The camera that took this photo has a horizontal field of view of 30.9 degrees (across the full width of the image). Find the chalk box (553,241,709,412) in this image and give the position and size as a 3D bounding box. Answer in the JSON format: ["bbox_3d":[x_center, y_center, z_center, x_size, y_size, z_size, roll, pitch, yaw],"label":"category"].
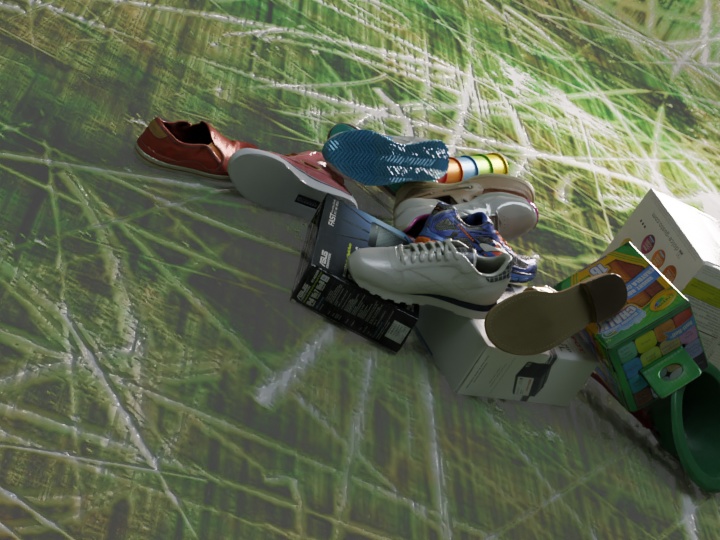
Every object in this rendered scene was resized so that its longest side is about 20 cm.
[{"bbox_3d":[0.355,0.083,1.666,0.124,0.124,0.200,63,-5,-36],"label":"chalk box"}]

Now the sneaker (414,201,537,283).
[{"bbox_3d":[0.160,-0.033,1.692,0.199,0.079,0.075,18,-1,-38],"label":"sneaker"}]

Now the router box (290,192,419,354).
[{"bbox_3d":[0.000,0.000,1.634,0.149,0.062,0.200,26,28,-10],"label":"router box"}]

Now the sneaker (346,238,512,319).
[{"bbox_3d":[0.082,-0.005,1.556,0.198,0.081,0.077,10,39,-15],"label":"sneaker"}]

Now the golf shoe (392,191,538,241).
[{"bbox_3d":[0.141,-0.057,1.751,0.198,0.076,0.092,-5,19,7],"label":"golf shoe"}]

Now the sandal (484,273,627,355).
[{"bbox_3d":[0.226,0.052,1.604,0.210,0.078,0.069,-16,7,-25],"label":"sandal"}]

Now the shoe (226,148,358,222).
[{"bbox_3d":[-0.096,-0.124,1.738,0.199,0.072,0.091,23,27,-30],"label":"shoe"}]

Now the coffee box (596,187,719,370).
[{"bbox_3d":[0.482,0.039,1.930,0.199,0.198,0.200,21,28,-25],"label":"coffee box"}]

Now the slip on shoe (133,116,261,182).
[{"bbox_3d":[-0.200,-0.159,1.690,0.199,0.061,0.074,5,36,-44],"label":"slip on shoe"}]

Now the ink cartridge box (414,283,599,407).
[{"bbox_3d":[0.183,0.088,1.659,0.199,0.084,0.145,10,34,-37],"label":"ink cartridge box"}]

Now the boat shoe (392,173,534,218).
[{"bbox_3d":[0.145,-0.088,1.825,0.198,0.072,0.065,-4,31,13],"label":"boat shoe"}]

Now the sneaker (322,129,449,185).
[{"bbox_3d":[0.025,-0.153,1.805,0.199,0.077,0.080,3,1,-37],"label":"sneaker"}]

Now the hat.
[{"bbox_3d":[0.395,0.205,1.764,0.165,0.175,0.202,3,77,-45],"label":"hat"}]

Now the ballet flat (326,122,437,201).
[{"bbox_3d":[0.038,-0.150,1.922,0.200,0.068,0.067,38,-11,12],"label":"ballet flat"}]

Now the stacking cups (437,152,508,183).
[{"bbox_3d":[0.152,-0.156,2.068,0.199,0.061,0.061,-7,46,-46],"label":"stacking cups"}]
